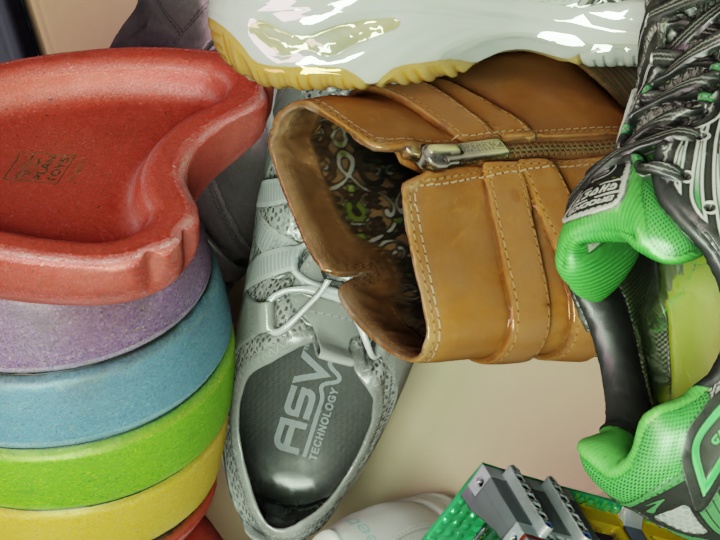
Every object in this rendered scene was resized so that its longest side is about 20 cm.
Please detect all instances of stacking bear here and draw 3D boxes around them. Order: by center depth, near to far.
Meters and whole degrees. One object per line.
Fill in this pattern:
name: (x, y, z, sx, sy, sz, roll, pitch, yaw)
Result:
stacking bear: (-0.084, 0.046, 0.792, 0.113, 0.122, 0.201, 5, 124, 14)

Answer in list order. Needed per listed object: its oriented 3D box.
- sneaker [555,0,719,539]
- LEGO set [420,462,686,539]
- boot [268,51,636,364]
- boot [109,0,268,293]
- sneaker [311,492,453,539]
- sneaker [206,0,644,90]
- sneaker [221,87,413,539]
sneaker: (0.094, -0.028, 0.664, 0.078, 0.085, 0.201, -27, 56, 49)
LEGO set: (0.057, 0.154, 0.699, 0.200, 0.154, 0.116, -47, 43, 16)
boot: (0.078, 0.007, 0.733, 0.200, 0.155, 0.077, 54, 130, 28)
boot: (-0.077, -0.082, 0.919, 0.132, 0.070, 0.200, -36, 64, 28)
sneaker: (-0.037, 0.157, 0.855, 0.075, 0.088, 0.200, 38, 109, 31)
sneaker: (0.054, -0.104, 0.748, 0.076, 0.199, 0.088, -141, 46, -67)
sneaker: (0.000, 0.000, 0.823, 0.074, 0.082, 0.201, 9, 114, -3)
